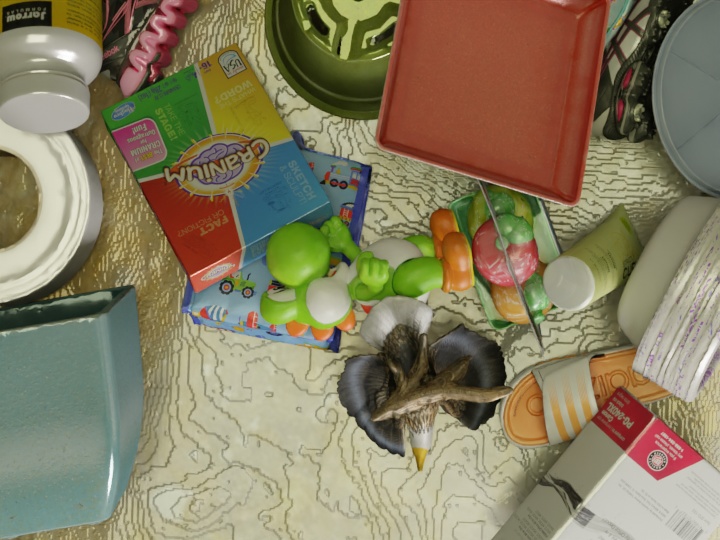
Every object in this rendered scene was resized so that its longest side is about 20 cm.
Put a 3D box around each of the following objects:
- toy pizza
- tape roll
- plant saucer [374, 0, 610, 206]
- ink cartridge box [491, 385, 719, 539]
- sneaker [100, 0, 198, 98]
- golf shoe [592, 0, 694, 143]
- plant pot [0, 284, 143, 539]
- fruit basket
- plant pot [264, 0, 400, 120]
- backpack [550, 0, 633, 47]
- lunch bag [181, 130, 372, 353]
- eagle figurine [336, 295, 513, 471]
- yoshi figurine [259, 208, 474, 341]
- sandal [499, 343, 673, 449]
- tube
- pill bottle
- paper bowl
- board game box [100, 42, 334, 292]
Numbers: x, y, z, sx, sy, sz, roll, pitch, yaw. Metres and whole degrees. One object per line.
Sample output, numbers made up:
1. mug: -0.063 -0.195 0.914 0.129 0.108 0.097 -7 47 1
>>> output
1. toy pizza: 0.360 -0.167 1.579 0.198 0.032 0.202 0 91 -24
2. tape roll: -0.355 -0.065 1.600 0.200 0.071 0.205 0 87 1
3. plant saucer: 0.112 -0.172 1.430 0.198 0.037 0.201 15 77 -20
4. ink cartridge box: 0.244 0.237 1.570 0.145 0.083 0.200 39 93 -27
5. sneaker: -0.207 -0.271 1.601 0.095 0.079 0.201 30 91 12
6. golf shoe: 0.261 -0.222 1.581 0.088 0.077 0.201 12 72 35
7. plant pot: -0.302 0.139 1.559 0.194 0.196 0.202 -11 97 2
8. fruit basket: 0.146 -0.016 1.531 0.093 0.200 0.187 -21 91 2
9. plant pot: 0.000 -0.246 1.532 0.198 0.190 0.202 0 93 2
10. backpack: 0.179 -0.247 1.548 0.126 0.167 0.201 33 99 -5
11. lunch bag: -0.077 -0.036 1.603 0.149 0.094 0.202 11 80 5
12. eagle figurine: 0.056 0.113 1.542 0.151 0.200 0.152 30 92 4
13. yoshi figurine: -0.003 -0.012 1.506 0.198 0.113 0.113 -15 67 -2
14. sandal: 0.233 0.114 1.602 0.205 0.059 0.080 -20 91 2
15. tube: 0.230 -0.011 1.540 0.052 0.200 0.059 22 111 22
16. pill bottle: -0.300 -0.238 1.549 0.111 0.113 0.202 -6 70 2
17. paper bowl: 0.313 0.013 1.528 0.104 0.201 0.202 29 92 16
18. board game box: -0.137 -0.101 1.567 0.152 0.040 0.201 -28 68 -8
